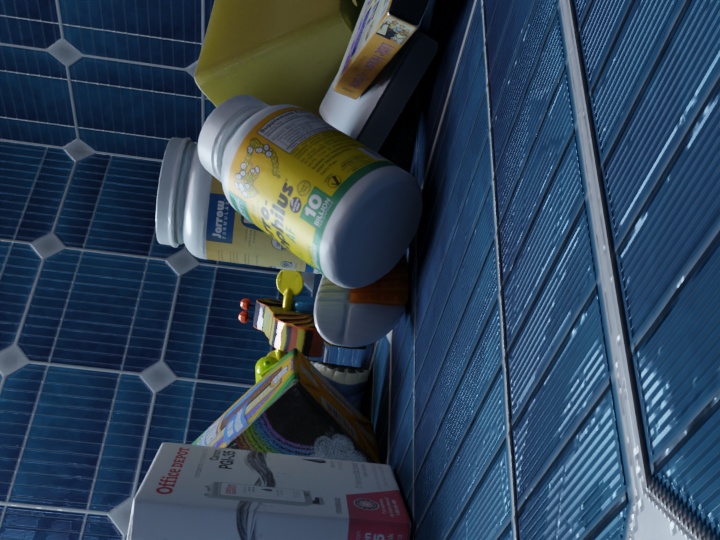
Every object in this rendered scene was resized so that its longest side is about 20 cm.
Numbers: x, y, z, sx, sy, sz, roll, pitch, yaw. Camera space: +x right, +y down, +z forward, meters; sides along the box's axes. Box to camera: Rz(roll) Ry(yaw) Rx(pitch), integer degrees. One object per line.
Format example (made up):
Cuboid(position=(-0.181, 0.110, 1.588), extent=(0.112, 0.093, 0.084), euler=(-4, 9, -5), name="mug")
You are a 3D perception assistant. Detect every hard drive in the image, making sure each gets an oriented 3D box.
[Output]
Cuboid(position=(0.011, -0.191, 0.902), extent=(0.132, 0.027, 0.200), euler=(-59, 21, 14), name="hard drive")

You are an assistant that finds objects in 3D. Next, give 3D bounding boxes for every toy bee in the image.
Cuboid(position=(-0.099, 0.069, 1.113), extent=(0.200, 0.109, 0.131), euler=(119, 157, -77), name="toy bee")

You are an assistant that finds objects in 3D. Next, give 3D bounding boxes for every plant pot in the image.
Cuboid(position=(-0.056, -0.255, 1.085), extent=(0.200, 0.176, 0.200), euler=(48, -149, -37), name="plant pot")

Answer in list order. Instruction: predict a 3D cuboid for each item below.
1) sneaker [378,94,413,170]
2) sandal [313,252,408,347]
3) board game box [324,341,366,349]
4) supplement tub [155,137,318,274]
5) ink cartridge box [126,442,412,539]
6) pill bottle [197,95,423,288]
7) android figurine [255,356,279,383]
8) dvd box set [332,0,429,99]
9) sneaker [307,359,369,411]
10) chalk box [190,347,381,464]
Cuboid(position=(0.017, -0.119, 0.948), extent=(0.104, 0.060, 0.200), euler=(-104, 30, -65), name="sneaker")
Cuboid(position=(0.008, 0.001, 0.839), extent=(0.059, 0.079, 0.207), euler=(100, -177, -47), name="sandal")
Cuboid(position=(-0.003, -0.031, 1.098), extent=(0.165, 0.057, 0.200), euler=(-87, 6, -58), name="board game box")
Cuboid(position=(-0.121, -0.077, 1.017), extent=(0.145, 0.200, 0.145), euler=(-173, 90, -86), name="supplement tub")
Cuboid(position=(-0.071, 0.200, 0.691), extent=(0.147, 0.200, 0.083), euler=(-129, 46, -83), name="ink cartridge box")
Cuboid(position=(-0.052, -0.079, 0.793), extent=(0.113, 0.200, 0.113), euler=(-34, -36, -30), name="pill bottle")
Cuboid(position=(-0.067, 0.177, 1.028), extent=(0.182, 0.041, 0.200), euler=(47, 156, 27), name="android figurine")
Cuboid(position=(0.032, -0.245, 0.781), extent=(0.200, 0.029, 0.146), euler=(157, 134, -74), name="dvd box set")
Cuboid(position=(-0.038, 0.158, 1.097), extent=(0.200, 0.078, 0.089), euler=(138, 141, -82), name="sneaker")
Cuboid(position=(-0.094, 0.197, 0.874), extent=(0.200, 0.125, 0.124), euler=(-42, 10, 4), name="chalk box")
